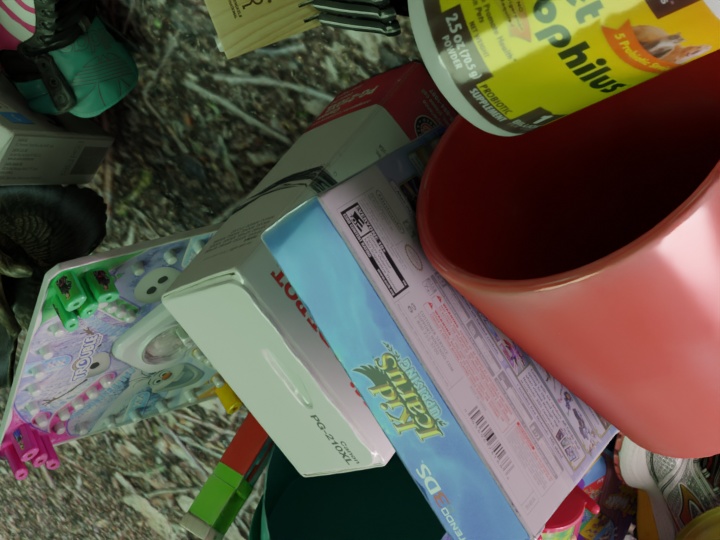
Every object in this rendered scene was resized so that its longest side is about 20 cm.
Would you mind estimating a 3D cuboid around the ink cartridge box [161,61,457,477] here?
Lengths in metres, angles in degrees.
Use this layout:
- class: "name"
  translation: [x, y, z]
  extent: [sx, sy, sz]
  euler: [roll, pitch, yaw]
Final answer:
- class: "ink cartridge box"
  translation: [0.000, 0.000, 1.176]
  extent: [0.084, 0.200, 0.145]
  euler: [-16, 117, 50]

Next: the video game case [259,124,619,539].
- class: "video game case"
  translation: [0.050, 0.034, 1.061]
  extent: [0.045, 0.181, 0.201]
  euler: [-31, 91, 27]

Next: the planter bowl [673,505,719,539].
- class: "planter bowl"
  translation: [0.281, 0.219, 1.205]
  extent: [0.199, 0.084, 0.201]
  euler: [9, 146, 6]

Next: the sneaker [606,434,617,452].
- class: "sneaker"
  translation: [0.121, 0.071, 1.235]
  extent: [0.074, 0.083, 0.200]
  euler: [18, 153, 28]

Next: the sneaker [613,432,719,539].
- class: "sneaker"
  translation: [0.209, 0.118, 1.237]
  extent: [0.082, 0.078, 0.201]
  euler: [8, 142, 27]

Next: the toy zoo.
- class: "toy zoo"
  translation: [-0.054, 0.092, 1.343]
  extent: [0.020, 0.201, 0.131]
  euler: [31, 172, 5]

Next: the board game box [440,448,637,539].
- class: "board game box"
  translation: [0.116, 0.182, 1.226]
  extent: [0.039, 0.158, 0.200]
  euler: [41, -178, 35]

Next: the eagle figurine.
- class: "eagle figurine"
  translation: [-0.238, 0.002, 1.322]
  extent: [0.200, 0.151, 0.152]
  euler: [88, 171, -84]

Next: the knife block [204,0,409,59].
- class: "knife block"
  translation: [-0.011, -0.193, 1.111]
  extent: [0.200, 0.174, 0.064]
  euler: [-110, 0, -55]

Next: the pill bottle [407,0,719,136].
- class: "pill bottle"
  translation: [0.128, -0.146, 0.957]
  extent: [0.199, 0.109, 0.109]
  euler: [-23, 114, 34]

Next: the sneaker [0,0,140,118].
- class: "sneaker"
  translation: [-0.184, -0.160, 1.268]
  extent: [0.121, 0.084, 0.200]
  euler: [50, 152, -7]

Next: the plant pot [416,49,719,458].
- class: "plant pot"
  translation: [0.155, -0.011, 1.048]
  extent: [0.200, 0.201, 0.178]
  euler: [-1, 139, 43]

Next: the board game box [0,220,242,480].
- class: "board game box"
  translation: [-0.119, 0.045, 1.255]
  extent: [0.026, 0.199, 0.200]
  euler: [58, 145, 26]

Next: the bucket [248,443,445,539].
- class: "bucket"
  translation: [0.023, 0.177, 1.355]
  extent: [0.207, 0.208, 0.135]
  euler: [35, 153, 7]

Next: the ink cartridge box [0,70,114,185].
- class: "ink cartridge box"
  translation: [-0.272, -0.117, 1.325]
  extent: [0.176, 0.045, 0.200]
  euler: [33, -172, 8]
